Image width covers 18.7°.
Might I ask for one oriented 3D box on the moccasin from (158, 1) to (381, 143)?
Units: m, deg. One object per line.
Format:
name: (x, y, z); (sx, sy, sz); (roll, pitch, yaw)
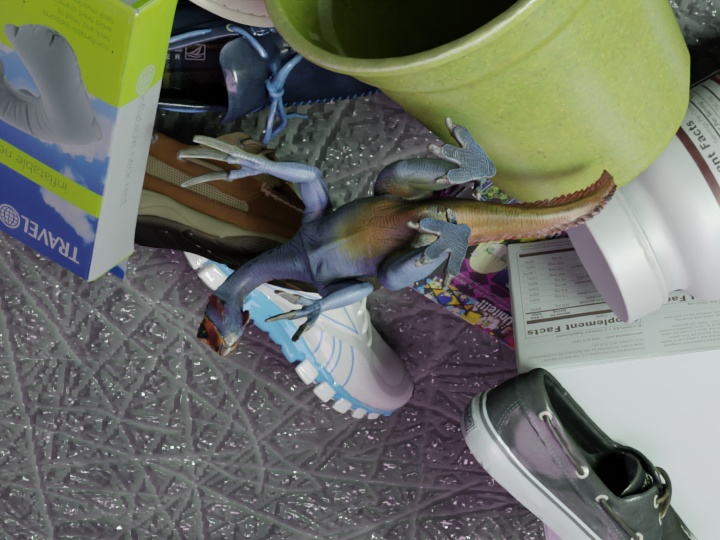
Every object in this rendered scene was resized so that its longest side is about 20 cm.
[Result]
moccasin: (-0.071, -0.107, 1.212); (0.198, 0.068, 0.081); (-4, 130, 0)

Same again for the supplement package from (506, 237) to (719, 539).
supplement package: (0.177, 0.085, 1.312); (0.154, 0.111, 0.201); (-7, 132, 5)

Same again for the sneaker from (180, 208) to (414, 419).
sneaker: (-0.020, 0.012, 1.315); (0.086, 0.075, 0.200); (-35, 124, 17)

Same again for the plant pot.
plant pot: (0.080, -0.135, 1.135); (0.199, 0.201, 0.184); (-26, 138, 18)

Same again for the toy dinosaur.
toy dinosaur: (0.000, 0.000, 1.124); (0.199, 0.106, 0.181); (14, 157, -26)

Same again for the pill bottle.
pill bottle: (0.213, -0.055, 1.208); (0.199, 0.113, 0.113); (-29, 128, -3)

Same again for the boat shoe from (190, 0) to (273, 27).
boat shoe: (-0.114, -0.194, 1.144); (0.199, 0.059, 0.072); (31, 82, -29)

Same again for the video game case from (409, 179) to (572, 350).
video game case: (0.141, -0.020, 1.317); (0.199, 0.036, 0.181); (30, 122, -25)

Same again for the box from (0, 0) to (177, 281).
box: (-0.167, -0.088, 1.159); (0.121, 0.048, 0.201); (30, 130, 18)

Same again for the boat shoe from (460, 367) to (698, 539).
boat shoe: (0.141, 0.126, 1.230); (0.056, 0.069, 0.200); (-36, 120, 28)

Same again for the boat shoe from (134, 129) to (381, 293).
boat shoe: (-0.076, -0.043, 1.228); (0.199, 0.074, 0.076); (16, 167, 13)
